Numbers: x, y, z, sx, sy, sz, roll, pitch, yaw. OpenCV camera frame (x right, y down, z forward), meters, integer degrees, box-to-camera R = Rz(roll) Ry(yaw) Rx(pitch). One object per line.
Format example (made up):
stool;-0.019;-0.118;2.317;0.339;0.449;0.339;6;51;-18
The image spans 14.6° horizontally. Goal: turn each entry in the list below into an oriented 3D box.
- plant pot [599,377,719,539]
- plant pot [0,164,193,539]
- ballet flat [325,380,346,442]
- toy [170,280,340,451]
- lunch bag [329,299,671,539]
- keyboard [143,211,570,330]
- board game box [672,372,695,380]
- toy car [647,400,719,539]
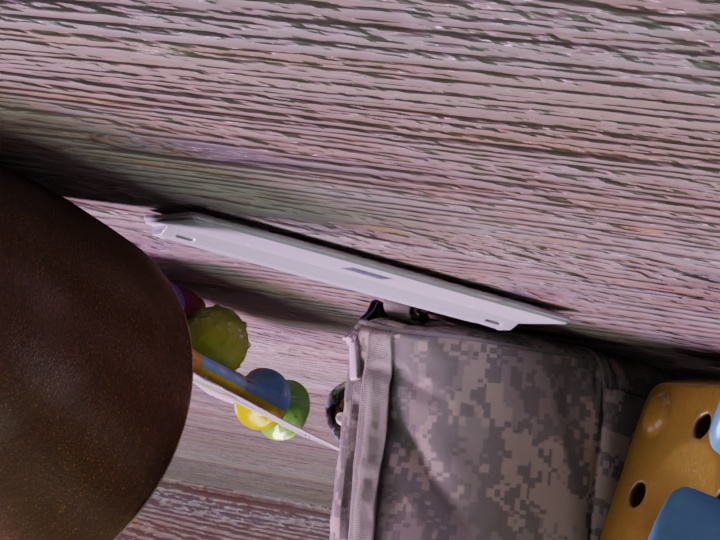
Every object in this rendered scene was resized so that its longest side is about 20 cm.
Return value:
plant pot;0.226;0.141;1.349;0.200;0.195;0.195;25;168;-24
plant pot;-0.195;0.017;1.168;0.186;0.187;0.200;8;158;27
ballet flat;0.040;0.091;1.701;0.074;0.074;0.200;16;168;-30
toy;-0.090;0.038;1.520;0.115;0.047;0.200;21;169;38
lunch bag;0.058;0.124;1.415;0.167;0.201;0.139;14;170;-43
keyboard;0.000;0.000;1.290;0.199;0.011;0.056;15;167;-27
board game box;0.212;0.136;1.525;0.200;0.135;0.045;16;-144;-34
toy car;0.226;0.078;1.122;0.184;0.177;0.200;23;147;13
